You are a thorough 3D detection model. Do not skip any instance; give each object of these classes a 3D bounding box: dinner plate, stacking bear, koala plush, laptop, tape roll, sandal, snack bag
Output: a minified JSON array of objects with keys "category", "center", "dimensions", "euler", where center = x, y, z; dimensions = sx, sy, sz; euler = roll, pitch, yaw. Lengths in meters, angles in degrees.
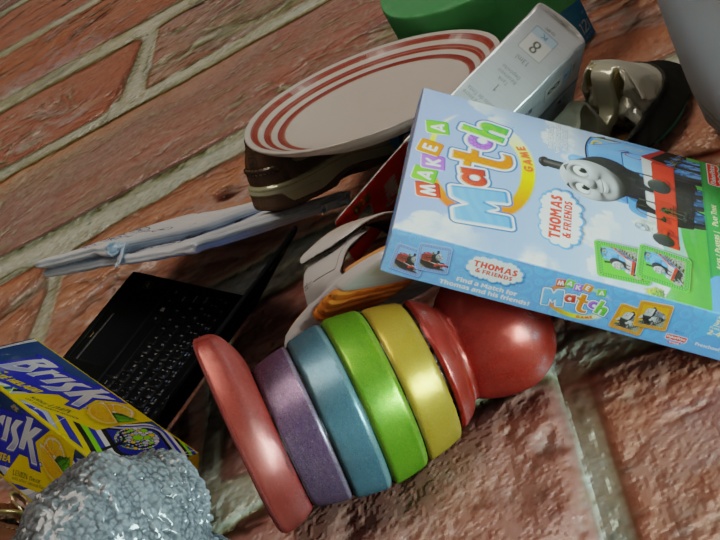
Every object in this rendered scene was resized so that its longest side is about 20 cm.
[{"category":"dinner plate","center":[0.010,-0.127,0.953],"dimensions":[0.200,0.024,0.200],"euler":[-20,25,9]},{"category":"stacking bear","center":[0.021,0.064,0.767],"dimensions":[0.200,0.121,0.114],"euler":[-25,58,-5]},{"category":"koala plush","center":[-0.076,0.197,0.609],"dimensions":[0.200,0.184,0.177],"euler":[37,51,18]},{"category":"laptop","center":[-0.158,0.046,0.964],"dimensions":[0.200,0.103,0.177],"euler":[11,49,30]},{"category":"tape roll","center":[0.114,-0.251,1.075],"dimensions":[0.200,0.048,0.200],"euler":[-25,28,15]},{"category":"sandal","center":[-0.008,0.001,0.838],"dimensions":[0.079,0.059,0.207],"euler":[-9,-16,-28]},{"category":"snack bag","center":[-0.136,-0.033,1.059],"dimensions":[0.200,0.021,0.189],"euler":[-7,9,43]}]

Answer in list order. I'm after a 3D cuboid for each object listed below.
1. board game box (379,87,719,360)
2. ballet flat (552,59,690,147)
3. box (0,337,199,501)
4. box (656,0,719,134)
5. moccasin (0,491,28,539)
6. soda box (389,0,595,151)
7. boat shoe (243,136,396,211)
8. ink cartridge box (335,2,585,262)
[{"category":"board game box","center":[0.120,-0.031,0.757],"dimensions":[0.200,0.037,0.151],"euler":[14,39,0]},{"category":"ballet flat","center":[0.172,-0.101,0.898],"dimensions":[0.068,0.068,0.200],"euler":[10,50,39]},{"category":"box","center":[-0.195,0.117,0.866],"dimensions":[0.064,0.070,0.200],"euler":[-13,29,-44]},{"category":"box","center":[0.281,-0.165,0.753],"dimensions":[0.171,0.200,0.199],"euler":[-27,30,6]},{"category":"moccasin","center":[-0.238,0.187,0.868],"dimensions":[0.078,0.074,0.201],"euler":[-45,13,-31]},{"category":"soda box","center":[0.107,-0.159,1.058],"dimensions":[0.068,0.064,0.200],"euler":[6,47,49]},{"category":"boat shoe","center":[-0.015,-0.118,1.054],"dimensions":[0.075,0.075,0.202],"euler":[-2,23,42]},{"category":"ink cartridge box","center":[0.072,-0.078,0.908],"dimensions":[0.200,0.047,0.160],"euler":[-47,-10,-4]}]
